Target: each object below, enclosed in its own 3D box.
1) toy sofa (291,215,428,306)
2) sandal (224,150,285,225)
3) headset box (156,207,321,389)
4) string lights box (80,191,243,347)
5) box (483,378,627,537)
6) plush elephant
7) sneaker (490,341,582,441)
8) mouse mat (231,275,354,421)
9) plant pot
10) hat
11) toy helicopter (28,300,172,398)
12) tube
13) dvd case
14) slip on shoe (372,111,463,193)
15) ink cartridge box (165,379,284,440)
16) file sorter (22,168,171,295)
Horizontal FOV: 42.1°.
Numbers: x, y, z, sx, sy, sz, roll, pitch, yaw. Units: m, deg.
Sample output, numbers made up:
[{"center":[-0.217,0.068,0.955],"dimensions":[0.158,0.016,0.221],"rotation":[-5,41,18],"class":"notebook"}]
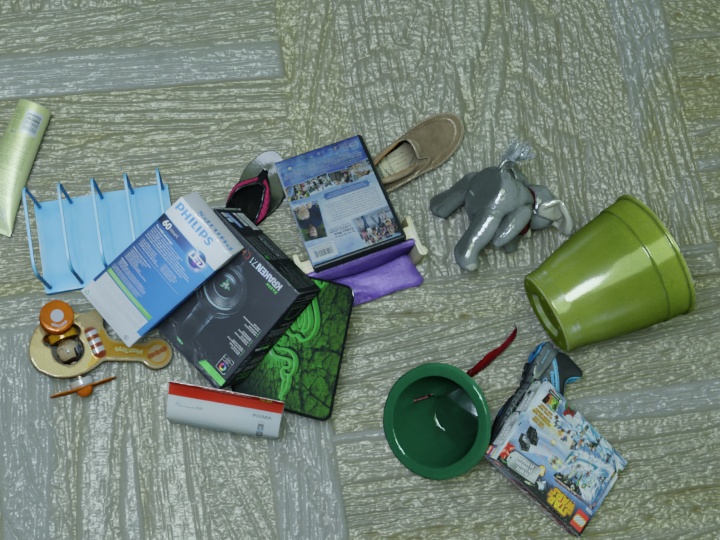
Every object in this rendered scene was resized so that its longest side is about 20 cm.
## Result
[{"center":[0.000,0.000,1.400],"dimensions":[0.199,0.083,0.098],"rotation":[-19,80,-10],"class":"toy sofa"},{"center":[-0.173,-0.097,1.420],"dimensions":[0.075,0.045,0.201],"rotation":[33,76,2],"class":"sandal"},{"center":[-0.190,0.043,1.320],"dimensions":[0.174,0.093,0.200],"rotation":[45,104,11],"class":"headset box"},{"center":[-0.265,-0.001,1.254],"dimensions":[0.200,0.059,0.103],"rotation":[-39,92,15],"class":"string lights box"},{"center":[0.284,0.272,1.357],"dimensions":[0.200,0.040,0.137],"rotation":[44,74,-21],"class":"box"},{"center":[0.229,-0.092,1.426],"dimensions":[0.154,0.165,0.200],"rotation":[27,111,-36],"class":"plush elephant"},{"center":[0.258,0.204,1.389],"dimensions":[0.082,0.073,0.201],"rotation":[33,76,2],"class":"sneaker"},{"center":[-0.099,0.104,1.348],"dimensions":[0.160,0.008,0.201],"rotation":[13,95,16],"class":"mouse mat"},{"center":[0.355,0.020,1.392],"dimensions":[0.192,0.200,0.201],"rotation":[-28,82,-4],"class":"plant pot"},{"center":[0.157,0.206,1.406],"dimensions":[0.199,0.176,0.166],"rotation":[-32,77,28],"class":"hat"},{"center":[-0.370,0.122,1.335],"dimensions":[0.199,0.079,0.133],"rotation":[7,70,-18],"class":"toy helicopter"},{"center":[-0.522,-0.155,1.394],"dimensions":[0.058,0.052,0.201],"rotation":[9,76,38],"class":"tube"},{"center":[-0.032,-0.102,1.384],"dimensions":[0.142,0.018,0.201],"rotation":[-19,60,-6],"class":"dvd case"},{"center":[0.083,-0.186,1.463],"dimensions":[0.199,0.061,0.076],"rotation":[-32,83,-12],"class":"slip on shoe"},{"center":[-0.185,0.193,1.273],"dimensions":[0.159,0.200,0.048],"rotation":[11,77,-4],"class":"ink cartridge box"},{"center":[-0.371,-0.059,1.349],"dimensions":[0.199,0.123,0.140],"rotation":[-10,79,-9],"class":"file sorter"}]
